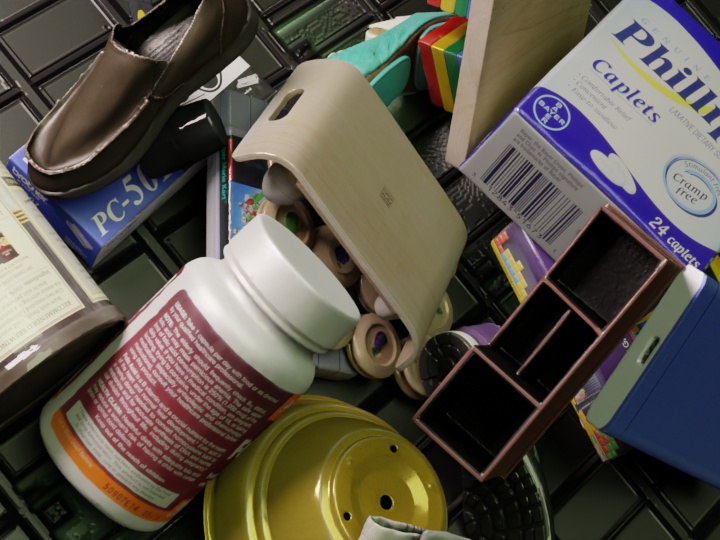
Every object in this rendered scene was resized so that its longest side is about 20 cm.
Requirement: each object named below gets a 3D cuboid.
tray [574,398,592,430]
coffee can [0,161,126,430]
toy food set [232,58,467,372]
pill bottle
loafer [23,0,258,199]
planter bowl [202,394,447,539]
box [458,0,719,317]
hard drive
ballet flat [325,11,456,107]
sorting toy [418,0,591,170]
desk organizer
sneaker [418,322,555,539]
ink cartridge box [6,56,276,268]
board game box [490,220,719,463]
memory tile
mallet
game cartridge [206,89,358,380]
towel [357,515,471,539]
[{"bbox_3d":[0.200,0.033,1.219,0.107,0.022,0.201,-4,71,-24],"label":"tray"},{"bbox_3d":[-0.270,-0.002,0.958,0.146,0.146,0.200,-36,85,-31],"label":"coffee can"},{"bbox_3d":[-0.003,-0.043,1.077,0.200,0.060,0.144,54,35,-19],"label":"toy food set"},{"bbox_3d":[-0.103,0.065,0.966,0.200,0.114,0.114,-43,89,9],"label":"pill bottle"},{"bbox_3d":[-0.162,-0.135,1.017,0.200,0.071,0.073,-46,58,-5],"label":"loafer"},{"bbox_3d":[-0.001,0.169,1.017,0.200,0.083,0.201,17,59,-29],"label":"planter bowl"},{"bbox_3d":[0.215,-0.094,1.144,0.184,0.105,0.200,43,57,2],"label":"box"},{"bbox_3d":[0.260,0.086,1.102,0.200,0.025,0.132,27,97,-46],"label":"hard drive"},{"bbox_3d":[0.022,-0.174,1.199,0.070,0.068,0.200,26,37,22],"label":"ballet flat"},{"bbox_3d":[0.116,-0.212,1.185,0.069,0.199,0.200,24,38,23],"label":"sorting toy"},{"bbox_3d":[0.129,0.049,1.019,0.072,0.077,0.200,41,99,15],"label":"desk organizer"},{"bbox_3d":[0.119,0.135,1.114,0.087,0.076,0.201,-11,83,-48],"label":"sneaker"},{"bbox_3d":[-0.163,-0.101,1.105,0.094,0.044,0.200,43,59,0],"label":"ink cartridge box"},{"bbox_3d":[0.222,0.029,1.185,0.165,0.057,0.200,-21,78,-30],"label":"board game box"},{"bbox_3d":[0.000,0.000,1.108,0.200,0.017,0.154,31,57,-35],"label":"memory tile"},{"bbox_3d":[-0.142,-0.163,1.083,0.066,0.041,0.201,-16,64,11],"label":"mallet"},{"bbox_3d":[-0.057,-0.025,1.094,0.129,0.038,0.201,16,65,-45],"label":"game cartridge"},{"bbox_3d":[0.053,0.271,0.980,0.192,0.035,0.201,18,98,-23],"label":"towel"}]
